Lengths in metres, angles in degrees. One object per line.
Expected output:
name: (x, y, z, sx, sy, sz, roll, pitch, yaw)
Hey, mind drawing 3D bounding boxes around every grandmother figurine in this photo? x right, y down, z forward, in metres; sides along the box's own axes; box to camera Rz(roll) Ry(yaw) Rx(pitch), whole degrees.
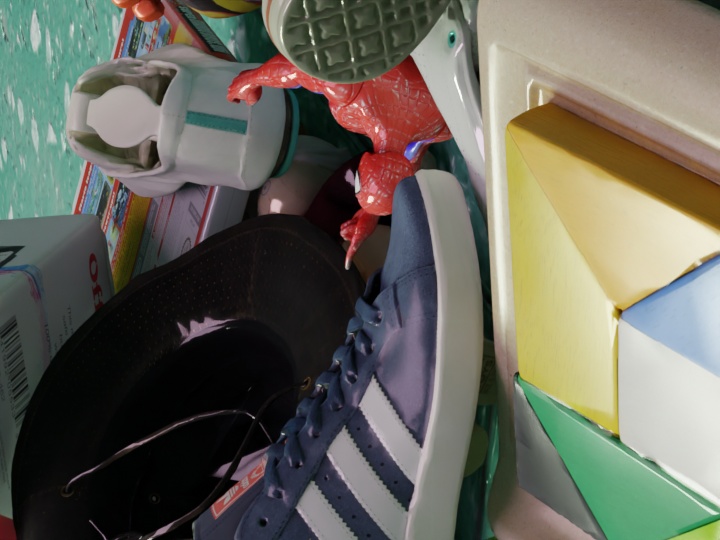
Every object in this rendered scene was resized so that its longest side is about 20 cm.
grandmother figurine: (0.000, 0.000, 0.913, 0.121, 0.061, 0.200, -61, 34, 17)

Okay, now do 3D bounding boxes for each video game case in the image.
video game case: (-0.094, -0.049, 1.044, 0.200, 0.017, 0.143, -128, 50, -59)

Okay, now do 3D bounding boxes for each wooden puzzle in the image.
wooden puzzle: (0.092, 0.030, 0.598, 0.185, 0.037, 0.200, 33, 134, 43)

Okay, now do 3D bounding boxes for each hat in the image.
hat: (-0.047, 0.079, 0.861, 0.200, 0.081, 0.201, -27, 44, 29)

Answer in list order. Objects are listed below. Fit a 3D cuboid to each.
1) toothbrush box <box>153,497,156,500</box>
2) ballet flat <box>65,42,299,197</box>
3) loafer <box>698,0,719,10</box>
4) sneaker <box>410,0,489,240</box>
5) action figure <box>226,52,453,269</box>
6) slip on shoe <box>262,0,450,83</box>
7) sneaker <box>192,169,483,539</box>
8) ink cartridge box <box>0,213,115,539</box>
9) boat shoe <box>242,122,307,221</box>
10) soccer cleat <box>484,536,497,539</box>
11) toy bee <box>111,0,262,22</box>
toothbrush box: (-0.056, 0.190, 0.986, 0.146, 0.086, 0.200, -119, 21, -62)
ballet flat: (-0.089, -0.066, 0.936, 0.200, 0.069, 0.070, -171, 74, -67)
loafer: (0.091, -0.120, 0.594, 0.070, 0.070, 0.200, 65, 156, 21)
sneaker: (0.040, -0.089, 0.715, 0.200, 0.075, 0.089, 64, -178, 21)
action figure: (-0.011, -0.086, 0.823, 0.099, 0.065, 0.200, -47, 36, 37)
slip on shoe: (0.033, -0.147, 0.652, 0.200, 0.074, 0.061, -52, 37, 22)
sneaker: (-0.010, 0.064, 0.715, 0.075, 0.084, 0.200, -128, 45, -87)
ink cartridge box: (-0.170, 0.071, 0.963, 0.200, 0.083, 0.146, -55, -40, -71)
boat shoe: (-0.039, 0.009, 1.013, 0.070, 0.070, 0.200, 114, 152, -45)
soccer cleat: (0.036, 0.156, 0.834, 0.200, 0.081, 0.068, 107, 149, -50)
toy bee: (-0.061, -0.155, 0.922, 0.131, 0.109, 0.200, 50, -149, -41)
